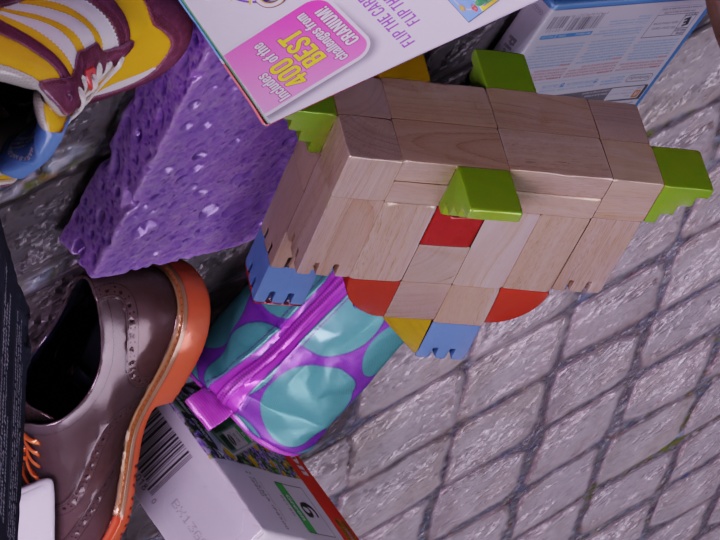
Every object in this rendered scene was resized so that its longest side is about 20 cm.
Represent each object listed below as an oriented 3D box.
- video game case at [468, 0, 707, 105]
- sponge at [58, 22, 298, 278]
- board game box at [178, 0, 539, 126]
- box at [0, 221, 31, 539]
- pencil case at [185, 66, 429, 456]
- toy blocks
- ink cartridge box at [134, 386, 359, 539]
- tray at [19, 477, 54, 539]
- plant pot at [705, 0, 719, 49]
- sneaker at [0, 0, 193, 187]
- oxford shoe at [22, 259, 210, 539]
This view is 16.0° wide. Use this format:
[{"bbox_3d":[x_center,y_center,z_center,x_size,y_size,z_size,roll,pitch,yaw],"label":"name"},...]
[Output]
[{"bbox_3d":[0.089,-0.074,1.342,0.143,0.018,0.200,-10,144,-47],"label":"video game case"},{"bbox_3d":[-0.049,-0.081,1.120,0.111,0.030,0.200,-14,146,-44],"label":"sponge"},{"bbox_3d":[0.020,-0.149,0.977,0.200,0.040,0.153,-24,144,8],"label":"board game box"},{"bbox_3d":[-0.222,0.017,0.843,0.200,0.124,0.197,-2,149,0],"label":"box"},{"bbox_3d":[0.000,0.000,1.265,0.200,0.085,0.092,-49,170,22],"label":"pencil case"},{"bbox_3d":[0.038,-0.018,1.157,0.200,0.100,0.137,4,138,-21],"label":"toy blocks"},{"bbox_3d":[-0.054,0.124,1.377,0.050,0.109,0.200,-43,156,11],"label":"ink cartridge box"},{"bbox_3d":[-0.227,0.166,1.165,0.200,0.022,0.108,-22,131,-33],"label":"tray"},{"bbox_3d":[0.269,-0.158,1.274,0.174,0.200,0.200,-10,149,-13],"label":"plant pot"},{"bbox_3d":[-0.127,-0.070,0.957,0.200,0.090,0.075,-7,142,-49],"label":"sneaker"},{"bbox_3d":[-0.145,0.079,1.218,0.072,0.071,0.200,3,118,-47],"label":"oxford shoe"}]
